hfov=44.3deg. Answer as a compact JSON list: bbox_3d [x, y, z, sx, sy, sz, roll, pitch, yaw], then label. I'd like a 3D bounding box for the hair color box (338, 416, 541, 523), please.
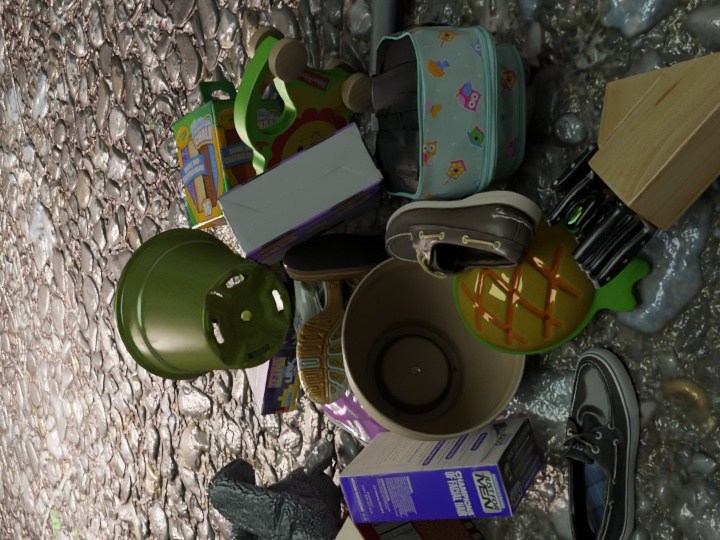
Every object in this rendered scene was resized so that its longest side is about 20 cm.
[{"bbox_3d":[0.088,0.221,0.975,0.197,0.109,0.066,-14,100,32],"label":"hair color box"}]

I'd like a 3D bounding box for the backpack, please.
[{"bbox_3d":[0.087,-0.157,0.892,0.200,0.149,0.181,-101,11,-82],"label":"backpack"}]

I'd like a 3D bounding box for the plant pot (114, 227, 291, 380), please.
[{"bbox_3d":[-0.184,0.048,1.111,0.188,0.197,0.205,3,100,55],"label":"plant pot"}]

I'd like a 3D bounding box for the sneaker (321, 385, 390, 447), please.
[{"bbox_3d":[0.000,0.156,1.115,0.198,0.072,0.116,10,130,48],"label":"sneaker"}]

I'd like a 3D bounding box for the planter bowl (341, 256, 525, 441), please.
[{"bbox_3d":[0.070,0.097,0.981,0.135,0.196,0.204,108,140,-67],"label":"planter bowl"}]

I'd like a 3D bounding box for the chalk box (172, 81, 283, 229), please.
[{"bbox_3d":[-0.182,-0.174,1.263,0.123,0.123,0.205,-11,90,50],"label":"chalk box"}]

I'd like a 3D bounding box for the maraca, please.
[{"bbox_3d":[0.183,0.007,0.878,0.197,0.107,0.140,-22,93,25],"label":"maraca"}]

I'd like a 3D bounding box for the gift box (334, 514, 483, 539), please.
[{"bbox_3d":[0.051,0.399,1.046,0.201,0.182,0.189,54,131,33],"label":"gift box"}]

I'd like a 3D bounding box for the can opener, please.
[{"bbox_3d":[0.046,-0.242,1.047,0.065,0.053,0.205,6,103,16],"label":"can opener"}]

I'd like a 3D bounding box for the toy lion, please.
[{"bbox_3d":[-0.077,-0.173,1.089,0.068,0.198,0.195,36,105,40],"label":"toy lion"}]

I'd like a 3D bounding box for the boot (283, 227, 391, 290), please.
[{"bbox_3d":[0.000,0.000,1.020,0.074,0.196,0.077,51,138,42],"label":"boot"}]

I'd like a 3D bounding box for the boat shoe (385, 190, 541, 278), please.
[{"bbox_3d":[0.087,-0.027,0.858,0.198,0.071,0.061,-6,57,51],"label":"boat shoe"}]

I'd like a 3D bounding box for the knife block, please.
[{"bbox_3d":[0.254,-0.078,0.752,0.198,0.063,0.180,-6,68,50],"label":"knife block"}]

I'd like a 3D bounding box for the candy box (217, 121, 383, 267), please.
[{"bbox_3d":[-0.060,-0.078,1.001,0.073,0.165,0.200,61,180,3],"label":"candy box"}]

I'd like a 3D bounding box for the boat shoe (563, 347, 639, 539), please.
[{"bbox_3d":[0.229,0.182,0.879,0.069,0.065,0.205,8,103,49],"label":"boat shoe"}]

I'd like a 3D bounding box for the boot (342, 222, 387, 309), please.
[{"bbox_3d":[-0.022,0.003,1.151,0.146,0.069,0.204,42,122,44],"label":"boot"}]

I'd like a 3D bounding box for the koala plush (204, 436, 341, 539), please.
[{"bbox_3d":[-0.086,0.334,1.204,0.179,0.199,0.182,3,101,20],"label":"koala plush"}]

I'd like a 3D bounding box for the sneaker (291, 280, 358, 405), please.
[{"bbox_3d":[-0.045,0.075,1.069,0.088,0.074,0.204,103,165,-56],"label":"sneaker"}]

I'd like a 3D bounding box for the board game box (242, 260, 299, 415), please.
[{"bbox_3d":[-0.125,0.071,1.245,0.166,0.055,0.204,-118,33,-49],"label":"board game box"}]
